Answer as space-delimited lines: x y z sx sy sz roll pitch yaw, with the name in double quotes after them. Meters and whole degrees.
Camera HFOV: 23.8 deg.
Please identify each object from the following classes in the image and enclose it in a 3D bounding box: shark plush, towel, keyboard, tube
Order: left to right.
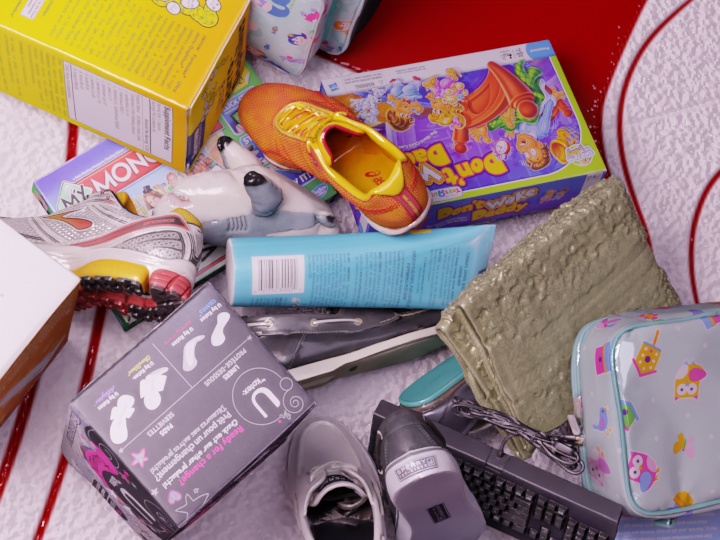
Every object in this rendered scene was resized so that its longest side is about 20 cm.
-0.064 -0.028 1.319 0.200 0.091 0.083 27 102 -41 "shark plush"
0.000 0.000 1.277 0.199 0.078 0.050 0 39 -11 "tube"
0.099 0.148 1.263 0.200 0.127 0.021 22 43 14 "keyboard"
0.155 0.033 1.306 0.200 0.036 0.149 -39 114 -23 "towel"

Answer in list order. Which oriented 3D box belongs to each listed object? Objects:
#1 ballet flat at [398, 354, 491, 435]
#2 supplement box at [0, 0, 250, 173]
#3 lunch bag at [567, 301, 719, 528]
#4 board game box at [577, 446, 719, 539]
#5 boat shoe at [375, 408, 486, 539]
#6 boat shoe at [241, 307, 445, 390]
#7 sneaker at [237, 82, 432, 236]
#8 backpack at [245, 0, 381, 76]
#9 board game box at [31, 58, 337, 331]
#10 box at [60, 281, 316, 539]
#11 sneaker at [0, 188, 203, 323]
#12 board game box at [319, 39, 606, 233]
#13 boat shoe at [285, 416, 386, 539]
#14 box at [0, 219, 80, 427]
0.112 0.074 1.344 0.200 0.073 0.073 -39 87 -24 "ballet flat"
-0.196 -0.177 1.294 0.200 0.109 0.110 24 66 3 "supplement box"
0.252 0.108 1.295 0.199 0.077 0.161 -7 94 -26 "lunch bag"
0.253 0.187 1.356 0.151 0.037 0.201 -1 75 -14 "board game box"
0.049 0.160 1.242 0.068 0.200 0.057 -20 62 -4 "boat shoe"
0.002 0.044 1.315 0.199 0.072 0.068 -12 74 -22 "boat shoe"
-0.023 -0.101 1.282 0.200 0.077 0.073 32 75 37 "sneaker"
-0.075 -0.262 1.327 0.200 0.178 0.151 35 65 2 "backpack"
-0.137 -0.061 1.339 0.200 0.029 0.135 -33 86 -18 "board game box"
-0.127 0.112 1.206 0.132 0.200 0.115 -42 86 -18 "box"
-0.199 -0.017 1.260 0.199 0.078 0.082 9 63 26 "sneaker"
0.079 -0.104 1.369 0.199 0.045 0.135 -12 62 -15 "board game box"
-0.017 0.172 1.239 0.072 0.066 0.200 -6 43 -2 "boat shoe"
-0.274 0.047 1.190 0.097 0.200 0.125 37 72 -2 "box"
